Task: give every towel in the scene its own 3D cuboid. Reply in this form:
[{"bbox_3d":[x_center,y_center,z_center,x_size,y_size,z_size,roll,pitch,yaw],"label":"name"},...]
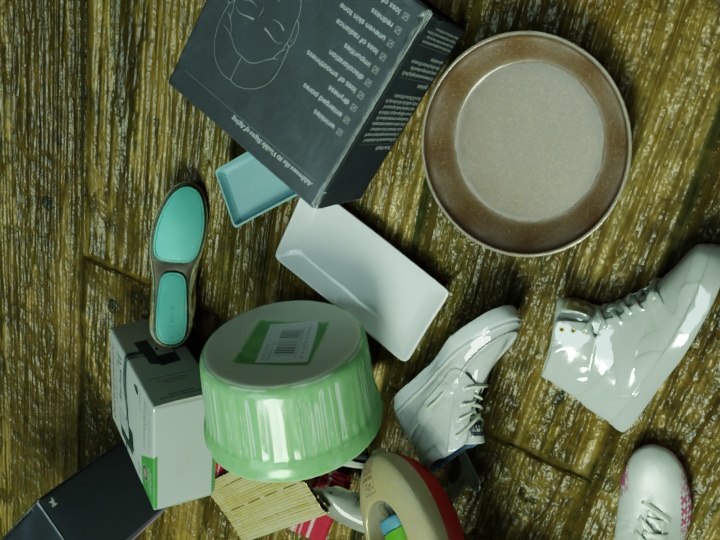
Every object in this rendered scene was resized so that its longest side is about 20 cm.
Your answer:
[{"bbox_3d":[-0.115,0.268,0.950,0.196,0.023,0.147,24,128,6],"label":"towel"}]

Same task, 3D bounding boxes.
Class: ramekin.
[{"bbox_3d":[-0.076,0.116,0.786,0.195,0.200,0.100,8,119,26],"label":"ramekin"}]

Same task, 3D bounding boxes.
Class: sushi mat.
[{"bbox_3d":[-0.120,0.279,0.913,0.199,0.012,0.097,-34,90,43],"label":"sushi mat"}]

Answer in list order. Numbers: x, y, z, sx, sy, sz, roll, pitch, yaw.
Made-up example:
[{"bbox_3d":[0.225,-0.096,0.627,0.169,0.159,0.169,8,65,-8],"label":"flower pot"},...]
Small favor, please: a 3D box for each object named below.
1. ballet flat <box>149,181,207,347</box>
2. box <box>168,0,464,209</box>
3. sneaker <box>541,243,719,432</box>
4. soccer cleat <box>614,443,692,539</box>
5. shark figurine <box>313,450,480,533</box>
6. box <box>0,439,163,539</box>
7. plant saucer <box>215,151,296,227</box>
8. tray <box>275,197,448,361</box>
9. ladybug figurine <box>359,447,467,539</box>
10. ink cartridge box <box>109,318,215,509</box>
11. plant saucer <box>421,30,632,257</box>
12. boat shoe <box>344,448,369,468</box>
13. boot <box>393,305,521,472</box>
[{"bbox_3d":[-0.230,-0.009,0.921,0.069,0.070,0.206,10,97,25],"label":"ballet flat"},{"bbox_3d":[-0.043,-0.202,0.697,0.199,0.123,0.199,40,111,12],"label":"box"},{"bbox_3d":[0.237,0.044,0.676,0.114,0.074,0.204,29,121,13],"label":"sneaker"},{"bbox_3d":[0.282,0.274,0.725,0.068,0.086,0.206,9,111,25],"label":"soccer cleat"},{"bbox_3d":[0.057,0.284,0.847,0.210,0.091,0.130,-20,121,20],"label":"shark figurine"},{"bbox_3d":[-0.392,0.363,1.066,0.124,0.199,0.198,50,123,4],"label":"box"},{"bbox_3d":[-0.071,-0.117,0.804,0.196,0.019,0.072,-24,84,25],"label":"plant saucer"},{"bbox_3d":[0.000,0.000,0.823,0.198,0.022,0.109,38,121,13],"label":"tray"},{"bbox_3d":[0.059,0.275,0.746,0.136,0.070,0.204,-50,54,53],"label":"ladybug figurine"},{"bbox_3d":[-0.253,0.172,0.937,0.199,0.081,0.151,37,128,50],"label":"ink cartridge box"},{"bbox_3d":[0.152,-0.116,0.688,0.195,0.037,0.206,10,111,26],"label":"plant saucer"},{"bbox_3d":[-0.072,0.183,0.902,0.196,0.074,0.062,18,79,27],"label":"boat shoe"},{"bbox_3d":[0.112,0.129,0.760,0.201,0.072,0.097,-53,50,40],"label":"boot"}]
